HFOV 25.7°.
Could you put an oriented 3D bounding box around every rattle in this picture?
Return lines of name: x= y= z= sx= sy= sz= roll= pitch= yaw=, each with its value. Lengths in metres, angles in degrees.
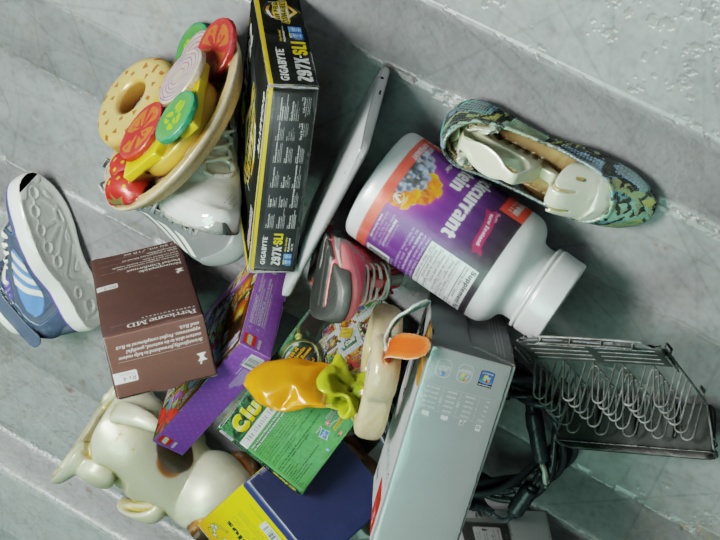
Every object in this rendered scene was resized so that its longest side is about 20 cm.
rattle: x=-0.020 y=0.072 z=1.409 sx=0.143 sy=0.130 sz=0.200 roll=25 pitch=169 yaw=2

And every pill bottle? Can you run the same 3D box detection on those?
pill bottle: x=0.096 y=-0.025 z=1.411 sx=0.200 sy=0.111 sz=0.111 roll=34 pitch=131 yaw=7

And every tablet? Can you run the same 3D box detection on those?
tablet: x=-0.024 y=-0.080 z=1.438 sx=0.014 sy=0.130 sz=0.200 roll=24 pitch=132 yaw=-8

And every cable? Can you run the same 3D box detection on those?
cable: x=0.111 y=0.150 z=1.529 sx=0.200 sy=0.051 sz=0.163 roll=40 pitch=117 yaw=-8

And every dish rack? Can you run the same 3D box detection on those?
dish rack: x=0.225 y=0.110 z=1.397 sx=0.153 sy=0.055 sz=0.200 roll=1 pitch=157 yaw=27

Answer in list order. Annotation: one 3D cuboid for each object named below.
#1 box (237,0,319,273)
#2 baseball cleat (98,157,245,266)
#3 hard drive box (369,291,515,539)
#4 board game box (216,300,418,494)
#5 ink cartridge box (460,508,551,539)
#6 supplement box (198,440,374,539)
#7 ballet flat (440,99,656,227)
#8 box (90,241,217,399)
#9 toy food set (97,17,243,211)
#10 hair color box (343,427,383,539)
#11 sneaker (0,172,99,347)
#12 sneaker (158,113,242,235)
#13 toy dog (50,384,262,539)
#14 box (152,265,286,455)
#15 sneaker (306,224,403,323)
box: x=-0.079 y=-0.124 z=1.423 sx=0.049 sy=0.160 sz=0.200 roll=2 pitch=128 yaw=-10
baseball cleat: x=-0.189 y=-0.060 z=1.530 sx=0.200 sy=0.106 sz=0.070 roll=27 pitch=96 yaw=47
hard drive box: x=0.072 y=0.141 z=1.427 sx=0.077 sy=0.156 sz=0.200 roll=15 pitch=106 yaw=-2
board game box: x=-0.038 y=0.106 z=1.530 sx=0.105 sy=0.200 sz=0.023 roll=40 pitch=164 yaw=-6
ink cartridge box: x=0.125 y=0.305 z=1.608 sx=0.200 sy=0.067 sz=0.116 roll=4 pitch=128 yaw=-9
supplement box: x=-0.071 y=0.247 z=1.614 sx=0.110 sy=0.109 sz=0.200 roll=50 pitch=151 yaw=4
ballet flat: x=0.156 y=-0.082 z=1.366 sx=0.200 sy=0.074 sz=0.074 roll=25 pitch=129 yaw=15
box: x=-0.210 y=0.045 z=1.573 sx=0.100 sy=0.200 sz=0.075 roll=-14 pitch=116 yaw=-8
toy food set: x=-0.178 y=-0.145 z=1.451 sx=0.049 sy=0.200 sz=0.198 roll=35 pitch=129 yaw=-29
hair color box: x=0.003 y=0.178 z=1.636 sx=0.099 sy=0.061 sz=0.200 roll=-15 pitch=112 yaw=38
sneaker: x=-0.378 y=-0.010 z=1.728 sx=0.146 sy=0.081 sz=0.200 roll=-5 pitch=123 yaw=29
sneaker: x=-0.146 y=-0.104 z=1.468 sx=0.074 sy=0.200 sz=0.087 roll=9 pitch=123 yaw=-22
toy dog: x=-0.205 y=0.211 z=1.742 sx=0.200 sy=0.140 sz=0.194 roll=36 pitch=140 yaw=-11
box: x=-0.140 y=0.082 z=1.606 sx=0.039 sy=0.137 sz=0.200 roll=28 pitch=134 yaw=-16
sneaker: x=0.000 y=0.000 z=1.449 sx=0.087 sy=0.200 sz=0.074 roll=10 pitch=104 yaw=-6
